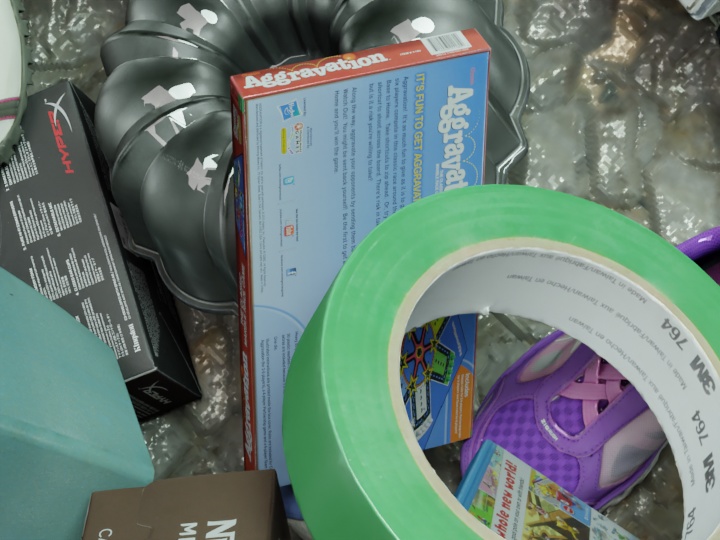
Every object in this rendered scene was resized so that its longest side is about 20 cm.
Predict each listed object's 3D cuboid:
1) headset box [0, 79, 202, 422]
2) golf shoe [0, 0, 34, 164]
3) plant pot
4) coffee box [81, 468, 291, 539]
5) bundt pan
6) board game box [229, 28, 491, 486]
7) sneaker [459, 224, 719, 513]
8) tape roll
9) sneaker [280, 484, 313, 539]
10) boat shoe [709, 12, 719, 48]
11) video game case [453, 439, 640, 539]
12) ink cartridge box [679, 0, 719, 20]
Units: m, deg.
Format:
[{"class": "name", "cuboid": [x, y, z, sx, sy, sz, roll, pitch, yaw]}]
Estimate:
[{"class": "headset box", "cuboid": [-0.194, 0.022, 1.031, 0.199, 0.077, 0.150, -23, 72, 8]}, {"class": "golf shoe", "cuboid": [-0.209, -0.053, 0.969, 0.077, 0.088, 0.201, 17, 78, 19]}, {"class": "plant pot", "cuboid": [-0.195, 0.064, 0.886, 0.142, 0.199, 0.142, -57, 35, 23]}, {"class": "coffee box", "cuboid": [-0.057, 0.195, 0.875, 0.079, 0.201, 0.115, -6, 35, 6]}, {"class": "bundt pan", "cuboid": [-0.030, -0.079, 0.951, 0.200, 0.076, 0.204, -7, 65, 15]}, {"class": "board game box", "cuboid": [0.000, 0.000, 0.890, 0.102, 0.201, 0.019, -12, 39, -16]}, {"class": "sneaker", "cuboid": [0.123, 0.037, 0.944, 0.199, 0.088, 0.081, -35, 73, 5]}, {"class": "tape roll", "cuboid": [0.070, 0.062, 0.822, 0.199, 0.048, 0.202, 12, 53, -16]}, {"class": "sneaker", "cuboid": [0.022, 0.165, 0.945, 0.200, 0.075, 0.088, 41, 92, 21]}, {"class": "boat shoe", "cuboid": [0.184, -0.132, 0.979, 0.075, 0.060, 0.201, 8, 55, -13]}, {"class": "video game case", "cuboid": [0.118, 0.150, 0.867, 0.199, 0.143, 0.018, 34, 109, 2]}, {"class": "ink cartridge box", "cuboid": [0.184, -0.211, 0.942, 0.199, 0.085, 0.146, -24, 68, -33]}]
